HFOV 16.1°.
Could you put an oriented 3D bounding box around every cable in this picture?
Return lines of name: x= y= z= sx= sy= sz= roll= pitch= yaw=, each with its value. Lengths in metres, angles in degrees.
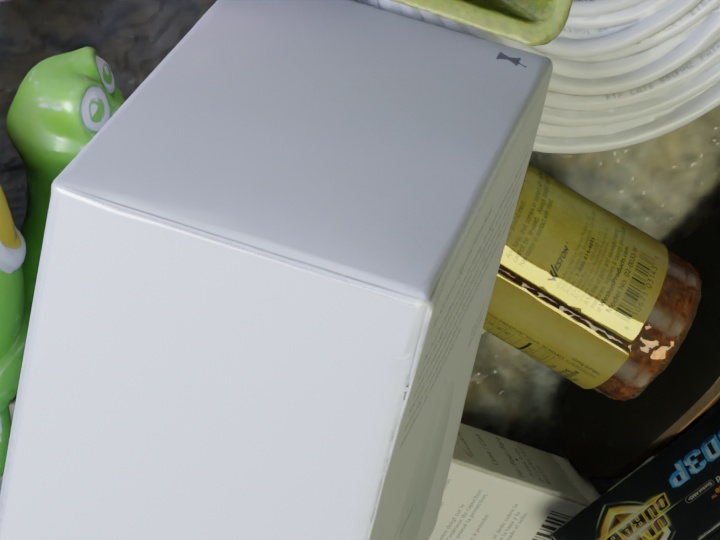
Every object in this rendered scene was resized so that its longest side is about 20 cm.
cable: x=0.082 y=-0.139 z=0.927 sx=0.199 sy=0.069 sz=0.201 roll=14 pitch=115 yaw=-30

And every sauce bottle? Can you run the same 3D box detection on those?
sauce bottle: x=0.032 y=-0.024 z=0.954 sx=0.199 sy=0.066 sz=0.066 roll=32 pitch=107 yaw=-12

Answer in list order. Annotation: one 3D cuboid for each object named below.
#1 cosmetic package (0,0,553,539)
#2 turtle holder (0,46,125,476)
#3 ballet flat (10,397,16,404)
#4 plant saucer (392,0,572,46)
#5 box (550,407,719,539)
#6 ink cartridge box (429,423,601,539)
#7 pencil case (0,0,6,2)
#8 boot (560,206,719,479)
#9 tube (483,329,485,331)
cosmetic package: x=-0.031 y=0.035 z=0.843 sx=0.122 sy=0.200 sz=0.201 roll=18 pitch=117 yaw=7
turtle holder: x=-0.160 y=-0.005 z=0.790 sx=0.184 sy=0.141 sz=0.132 roll=-6 pitch=117 yaw=-2
ballet flat: x=-0.178 y=0.015 z=0.913 sx=0.199 sy=0.067 sz=0.067 roll=13 pitch=90 yaw=-33
plant saucer: x=-0.013 y=-0.188 z=0.804 sx=0.199 sy=0.048 sz=0.201 roll=16 pitch=80 yaw=-14
box: x=0.170 y=0.126 z=1.112 sx=0.159 sy=0.046 sz=0.200 roll=-35 pitch=147 yaw=-10
ink cartridge box: x=-0.016 y=0.148 z=1.064 sx=0.176 sy=0.045 sz=0.201 roll=20 pitch=112 yaw=-33
pencil case: x=-0.120 y=-0.124 z=0.839 sx=0.199 sy=0.088 sz=0.088 roll=-13 pitch=126 yaw=-15
boot: x=0.165 y=0.014 z=1.072 sx=0.075 sy=0.074 sz=0.200 roll=27 pitch=106 yaw=-45
tube: x=0.000 y=0.000 z=0.998 sx=0.199 sy=0.058 sz=0.052 roll=0 pitch=151 yaw=-20
